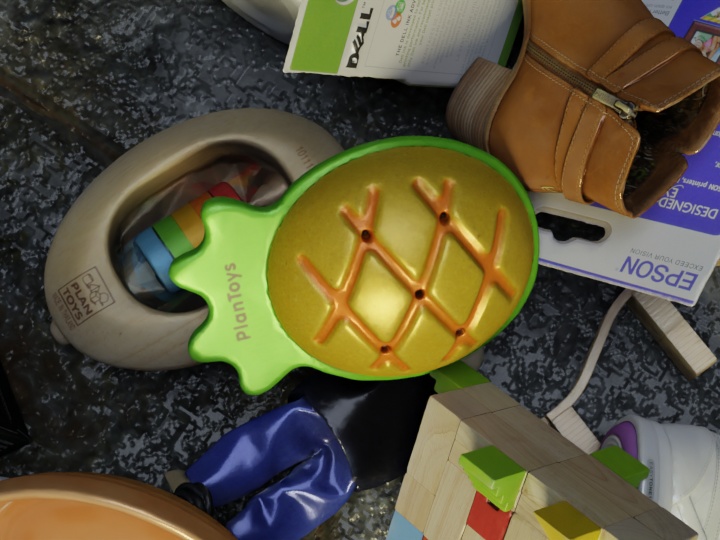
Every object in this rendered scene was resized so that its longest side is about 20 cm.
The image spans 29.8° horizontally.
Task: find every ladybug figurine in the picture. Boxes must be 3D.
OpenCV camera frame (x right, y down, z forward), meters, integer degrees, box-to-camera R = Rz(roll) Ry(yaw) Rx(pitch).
[{"bbox_3d":[-0.094,-0.014,0.802,0.200,0.072,0.136,-29,79,-7],"label":"ladybug figurine"}]

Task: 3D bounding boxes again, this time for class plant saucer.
[{"bbox_3d":[-0.127,0.174,0.718,0.200,0.200,0.037,15,41,4],"label":"plant saucer"}]

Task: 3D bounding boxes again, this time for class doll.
[{"bbox_3d":[-0.013,0.088,0.786,0.200,0.048,0.137,-32,100,-9],"label":"doll"}]

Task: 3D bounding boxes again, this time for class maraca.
[{"bbox_3d":[0.000,0.000,0.728,0.199,0.107,0.137,-13,109,-6],"label":"maraca"}]

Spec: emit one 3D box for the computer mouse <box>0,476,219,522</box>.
[{"bbox_3d":[-0.172,0.148,0.764,0.199,0.110,0.044,9,41,11],"label":"computer mouse"}]

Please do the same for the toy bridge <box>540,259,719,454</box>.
[{"bbox_3d":[0.184,0.035,0.812,0.200,0.027,0.067,-36,79,-7],"label":"toy bridge"}]

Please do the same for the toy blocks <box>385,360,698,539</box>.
[{"bbox_3d":[0.086,0.159,0.729,0.200,0.100,0.137,36,120,38],"label":"toy blocks"}]

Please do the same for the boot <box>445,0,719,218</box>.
[{"bbox_3d":[0.140,-0.131,0.733,0.200,0.077,0.155,-56,38,0],"label":"boot"}]

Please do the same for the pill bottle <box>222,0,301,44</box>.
[{"bbox_3d":[-0.010,-0.245,0.835,0.111,0.111,0.200,34,80,8],"label":"pill bottle"}]

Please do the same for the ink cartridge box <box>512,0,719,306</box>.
[{"bbox_3d":[0.158,-0.079,0.776,0.198,0.043,0.200,19,74,45],"label":"ink cartridge box"}]

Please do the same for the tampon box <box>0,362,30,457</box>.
[{"bbox_3d":[-0.316,0.066,0.758,0.200,0.126,0.150,-24,77,-5],"label":"tampon box"}]

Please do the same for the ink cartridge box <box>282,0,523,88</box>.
[{"bbox_3d":[0.019,-0.184,0.749,0.076,0.200,0.148,30,111,33],"label":"ink cartridge box"}]

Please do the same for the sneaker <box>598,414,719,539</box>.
[{"bbox_3d":[0.181,0.183,0.754,0.099,0.075,0.201,6,85,-16],"label":"sneaker"}]
